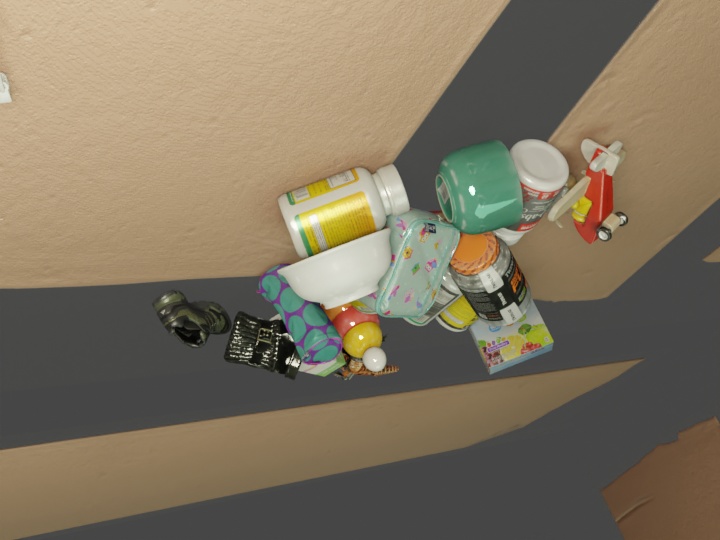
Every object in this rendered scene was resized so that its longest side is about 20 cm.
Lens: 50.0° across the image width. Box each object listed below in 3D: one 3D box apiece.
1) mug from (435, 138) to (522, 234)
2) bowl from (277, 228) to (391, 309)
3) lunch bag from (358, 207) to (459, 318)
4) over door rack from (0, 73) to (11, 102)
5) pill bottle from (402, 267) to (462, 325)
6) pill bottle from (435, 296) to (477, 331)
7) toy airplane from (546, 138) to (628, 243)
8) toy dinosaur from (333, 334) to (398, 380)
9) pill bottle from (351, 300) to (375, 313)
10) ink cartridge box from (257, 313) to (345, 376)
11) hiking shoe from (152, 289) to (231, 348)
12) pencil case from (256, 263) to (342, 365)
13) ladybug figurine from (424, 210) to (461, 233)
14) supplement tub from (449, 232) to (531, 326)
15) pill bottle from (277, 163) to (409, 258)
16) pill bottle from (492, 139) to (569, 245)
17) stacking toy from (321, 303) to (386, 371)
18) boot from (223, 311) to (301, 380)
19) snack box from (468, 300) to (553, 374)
[{"bbox_3d":[0.200,-0.126,1.340,0.114,0.152,0.185,-16,123,-7],"label":"mug"},{"bbox_3d":[-0.028,0.005,1.270,0.201,0.091,0.201,-21,-179,0],"label":"bowl"},{"bbox_3d":[0.092,-0.014,1.379,0.160,0.077,0.200,9,110,-45],"label":"lunch bag"},{"bbox_3d":[-0.446,-0.228,0.778,0.147,0.067,0.200,-11,151,-18],"label":"over door rack"},{"bbox_3d":[0.167,0.023,1.648,0.113,0.113,0.200,6,142,-43],"label":"pill bottle"},{"bbox_3d":[0.255,0.045,1.756,0.111,0.112,0.200,-3,147,-33],"label":"pill bottle"},{"bbox_3d":[0.436,-0.166,1.490,0.200,0.141,0.200,17,94,-48],"label":"toy airplane"},{"bbox_3d":[0.001,0.200,1.816,0.199,0.136,0.102,18,174,11],"label":"toy dinosaur"},{"bbox_3d":[0.000,0.000,1.469,0.113,0.113,0.200,-25,153,7],"label":"pill bottle"},{"bbox_3d":[-0.125,0.152,1.665,0.067,0.117,0.200,-32,152,21],"label":"ink cartridge box"},{"bbox_3d":[-0.314,0.110,1.468,0.076,0.101,0.200,-31,152,19],"label":"hiking shoe"},{"bbox_3d":[-0.117,0.085,1.459,0.092,0.200,0.085,-45,150,20],"label":"pencil case"},{"bbox_3d":[0.139,-0.063,1.501,0.199,0.072,0.136,-2,131,-31],"label":"ladybug figurine"},{"bbox_3d":[0.247,0.012,1.489,0.122,0.123,0.200,-28,138,12],"label":"supplement tub"},{"bbox_3d":[-0.026,-0.104,1.277,0.199,0.113,0.113,-21,153,-3],"label":"pill bottle"},{"bbox_3d":[0.297,-0.140,1.443,0.116,0.116,0.200,-11,151,-20],"label":"pill bottle"},{"bbox_3d":[-0.001,0.136,1.621,0.146,0.200,0.146,-18,141,-16],"label":"stacking toy"},{"bbox_3d":[-0.174,0.106,1.558,0.157,0.212,0.079,19,158,1],"label":"boot"},{"bbox_3d":[0.349,0.127,1.875,0.168,0.200,0.068,-22,153,-1],"label":"snack box"}]
